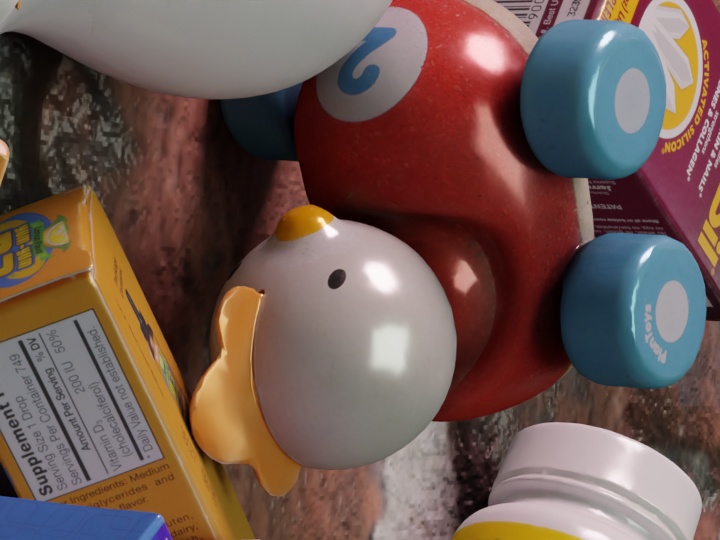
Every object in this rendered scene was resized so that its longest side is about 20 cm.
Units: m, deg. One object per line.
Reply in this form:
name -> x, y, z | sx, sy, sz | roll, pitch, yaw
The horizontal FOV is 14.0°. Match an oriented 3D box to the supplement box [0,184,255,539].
supplement box -> -0.091, 0.071, 1.087 | 0.067, 0.069, 0.200 | -103, 174, -59

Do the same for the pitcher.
pitcher -> -0.079, -0.148, 1.061 | 0.200, 0.121, 0.172 | -4, 98, -45

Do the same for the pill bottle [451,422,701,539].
pill bottle -> 0.079, 0.177, 1.320 | 0.114, 0.114, 0.200 | 52, 51, -44

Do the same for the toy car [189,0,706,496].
toy car -> 0.000, 0.000, 1.130 | 0.200, 0.184, 0.177 | -36, 121, -45

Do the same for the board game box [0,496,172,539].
board game box -> -0.125, 0.137, 0.940 | 0.045, 0.200, 0.152 | -52, 132, -39

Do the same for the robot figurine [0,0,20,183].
robot figurine -> -0.144, -0.091, 0.933 | 0.058, 0.145, 0.200 | 5, 98, -29

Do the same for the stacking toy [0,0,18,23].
stacking toy -> -0.176, -0.094, 0.845 | 0.146, 0.200, 0.146 | -5, 96, -56

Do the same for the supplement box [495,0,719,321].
supplement box -> 0.121, -0.075, 1.384 | 0.200, 0.086, 0.111 | 52, 51, -45
